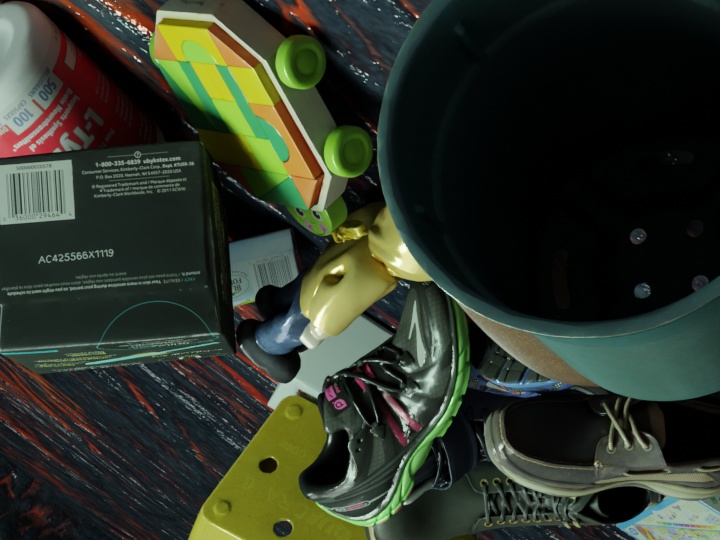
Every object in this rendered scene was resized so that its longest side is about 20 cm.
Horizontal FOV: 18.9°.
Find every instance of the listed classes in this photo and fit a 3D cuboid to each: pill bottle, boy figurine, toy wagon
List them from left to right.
[{"bbox_3d":[-0.216,-0.096,1.593,0.112,0.112,0.200,13,156,48],"label":"pill bottle"},{"bbox_3d":[-0.057,-0.090,1.386,0.155,0.040,0.200,13,139,51],"label":"toy wagon"},{"bbox_3d":[0.000,0.000,1.488,0.064,0.125,0.200,44,130,-15],"label":"boy figurine"}]

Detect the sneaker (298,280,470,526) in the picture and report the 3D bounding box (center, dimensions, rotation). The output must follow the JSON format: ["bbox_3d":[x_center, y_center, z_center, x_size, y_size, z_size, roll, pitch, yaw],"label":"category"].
[{"bbox_3d":[0.016,0.090,1.510,0.083,0.201,0.077,14,-162,-26],"label":"sneaker"}]

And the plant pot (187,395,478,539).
[{"bbox_3d":[-0.031,0.221,1.767,0.199,0.200,0.177,25,149,21],"label":"plant pot"}]

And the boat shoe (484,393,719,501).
[{"bbox_3d":[0.180,0.108,1.467,0.199,0.075,0.073,4,148,-26],"label":"boat shoe"}]

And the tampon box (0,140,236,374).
[{"bbox_3d":[-0.165,-0.005,1.459,0.149,0.127,0.200,-5,174,-2],"label":"tampon box"}]

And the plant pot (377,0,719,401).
[{"bbox_3d":[0.130,-0.035,1.025,0.200,0.201,0.196,25,170,24],"label":"plant pot"}]

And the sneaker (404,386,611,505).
[{"bbox_3d":[0.098,0.131,1.599,0.202,0.146,0.077,16,125,42],"label":"sneaker"}]

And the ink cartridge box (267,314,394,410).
[{"bbox_3d":[0.030,0.121,1.820,0.200,0.083,0.147,33,163,0],"label":"ink cartridge box"}]

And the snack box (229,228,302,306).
[{"bbox_3d":[-0.161,0.017,1.701,0.142,0.199,0.053,163,93,-68],"label":"snack box"}]

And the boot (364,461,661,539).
[{"bbox_3d":[0.115,0.174,1.652,0.138,0.199,0.078,19,126,58],"label":"boot"}]

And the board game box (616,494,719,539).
[{"bbox_3d":[0.287,0.207,1.685,0.134,0.034,0.200,32,164,0],"label":"board game box"}]

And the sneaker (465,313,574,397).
[{"bbox_3d":[0.115,0.055,1.526,0.078,0.076,0.200,24,173,-23],"label":"sneaker"}]

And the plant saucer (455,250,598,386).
[{"bbox_3d":[0.084,-0.011,1.205,0.200,0.034,0.201,41,-155,-23],"label":"plant saucer"}]
